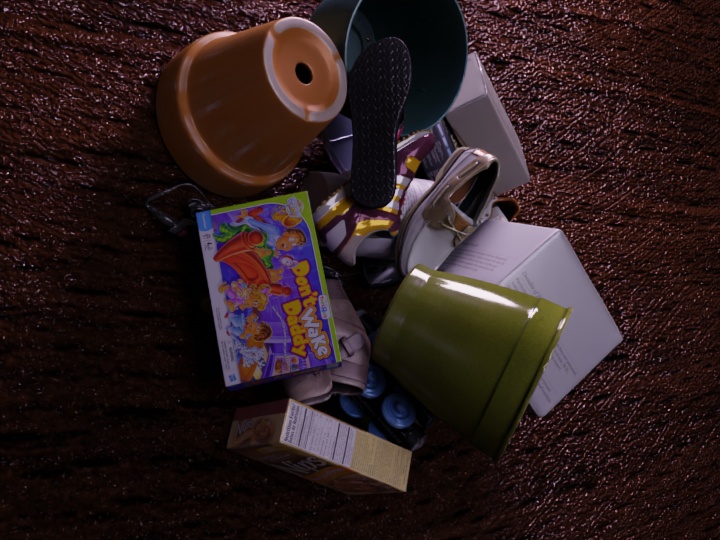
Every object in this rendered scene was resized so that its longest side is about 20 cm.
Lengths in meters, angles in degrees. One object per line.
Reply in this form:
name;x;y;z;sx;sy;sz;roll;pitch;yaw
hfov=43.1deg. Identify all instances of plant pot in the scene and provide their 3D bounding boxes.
plant pot;-0.119;-0.210;1.103;0.198;0.182;0.204;12;70;-38
plant pot;0.016;-0.286;1.195;0.198;0.160;0.205;-11;108;-34
plant pot;0.122;0.091;1.081;0.191;0.202;0.201;28;52;12

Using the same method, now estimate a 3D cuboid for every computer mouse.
computer mouse;0.000;0.000;1.254;0.198;0.034;0.060;-10;86;-42

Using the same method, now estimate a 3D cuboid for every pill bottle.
pill bottle;0.022;-0.074;1.231;0.197;0.113;0.116;5;75;-31

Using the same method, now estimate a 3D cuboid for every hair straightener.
hair straightener;-0.173;-0.048;1.117;0.198;0.041;0.078;29;60;-28

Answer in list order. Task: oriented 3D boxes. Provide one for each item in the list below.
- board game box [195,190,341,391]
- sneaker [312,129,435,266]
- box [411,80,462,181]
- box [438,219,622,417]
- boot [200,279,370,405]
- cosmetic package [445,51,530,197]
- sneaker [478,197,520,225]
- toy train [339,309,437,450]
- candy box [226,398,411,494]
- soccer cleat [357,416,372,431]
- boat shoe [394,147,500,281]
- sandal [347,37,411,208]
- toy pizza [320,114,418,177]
board game box;-0.105;0.022;1.042;0.132;0.045;0.204;-12;77;-5
sneaker;0.030;-0.090;1.132;0.199;0.075;0.091;-40;93;-15
box;0.119;-0.188;1.357;0.203;0.048;0.161;67;22;-9
box;0.215;0.059;1.284;0.171;0.198;0.201;-40;109;-13
boot;-0.085;0.088;1.078;0.196;0.070;0.149;-6;68;-10
cosmetic package;0.189;-0.219;1.395;0.200;0.072;0.105;50;25;-44
sneaker;0.174;-0.060;1.391;0.200;0.084;0.073;-43;108;-36
toy train;0.025;0.135;1.166;0.200;0.087;0.114;46;53;13
candy box;-0.048;0.216;1.098;0.198;0.115;0.056;28;60;-33
soccer cleat;0.059;0.143;1.250;0.081;0.067;0.200;51;51;-4
boat shoe;0.112;-0.070;1.179;0.074;0.068;0.202;32;83;-31
sandal;0.020;-0.175;1.090;0.045;0.074;0.204;-4;100;-82
toy pizza;0.011;-0.200;1.319;0.198;0.031;0.204;14;68;-38
